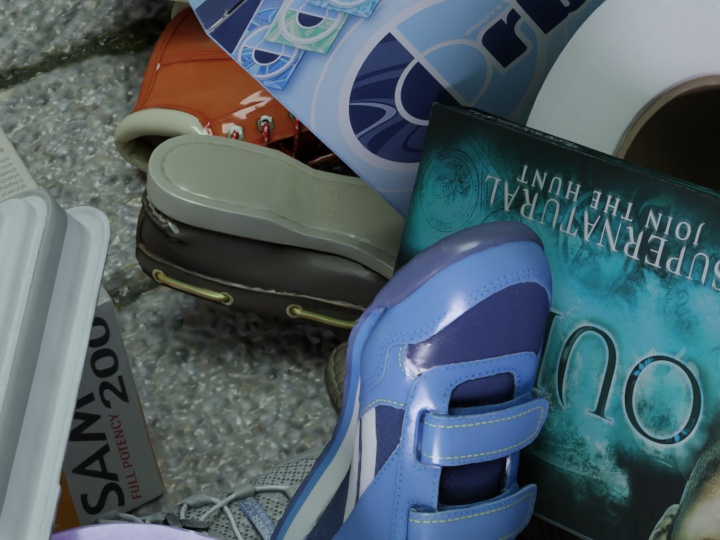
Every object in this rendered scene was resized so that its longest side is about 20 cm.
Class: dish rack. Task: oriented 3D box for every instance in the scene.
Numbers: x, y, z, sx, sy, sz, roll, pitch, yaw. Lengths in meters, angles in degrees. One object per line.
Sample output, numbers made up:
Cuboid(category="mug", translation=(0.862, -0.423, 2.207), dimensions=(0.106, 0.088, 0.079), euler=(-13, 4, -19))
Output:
Cuboid(category="dish rack", translation=(-0.176, 0.060, 0.939), dimensions=(0.171, 0.044, 0.201), euler=(-24, 38, 29))

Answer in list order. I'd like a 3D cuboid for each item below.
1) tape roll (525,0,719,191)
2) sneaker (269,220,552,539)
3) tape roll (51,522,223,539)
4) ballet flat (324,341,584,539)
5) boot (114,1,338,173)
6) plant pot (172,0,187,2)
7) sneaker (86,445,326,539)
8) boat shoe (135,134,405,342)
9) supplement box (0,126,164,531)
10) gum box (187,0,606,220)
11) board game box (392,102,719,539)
Cuboid(category="tape roll", translation=(0.173, -0.013, 0.989), dimensions=(0.139, 0.203, 0.203), euler=(5, 30, -44))
Cuboid(category="sneaker", translation=(0.031, 0.071, 0.939), dimensions=(0.074, 0.201, 0.082), euler=(-7, 43, -32))
Cuboid(category="tape roll", translation=(-0.082, 0.195, 0.908), dimensions=(0.199, 0.085, 0.201), euler=(0, 68, 0))
Cuboid(category="ballet flat", translation=(0.061, 0.078, 1.046), dimensions=(0.067, 0.047, 0.200), euler=(-15, 42, -39))
Cuboid(category="boot", translation=(-0.019, -0.070, 1.200), dimensions=(0.199, 0.075, 0.107), euler=(11, 53, 31))
Cuboid(category="plant pot", translation=(-0.035, -0.172, 1.266), dimensions=(0.199, 0.028, 0.200), euler=(-4, 23, 2))
Cuboid(category="sneaker", translation=(-0.072, 0.125, 1.018), dimensions=(0.200, 0.082, 0.075), euler=(-32, 50, -17))
Cuboid(category="boat shoe", translation=(0.000, 0.000, 1.128), dimensions=(0.199, 0.060, 0.072), euler=(16, 37, -1))
Cuboid(category="supplement box", translation=(-0.164, 0.007, 1.116), dimensions=(0.073, 0.126, 0.200), euler=(-25, 49, -13))
Cuboid(category="gum box", translation=(0.049, -0.108, 1.019), dimensions=(0.170, 0.200, 0.045), euler=(-39, 50, 9))
Cuboid(category="board game box", translation=(0.086, 0.027, 0.958), dimensions=(0.028, 0.136, 0.200), euler=(5, 12, -43))
